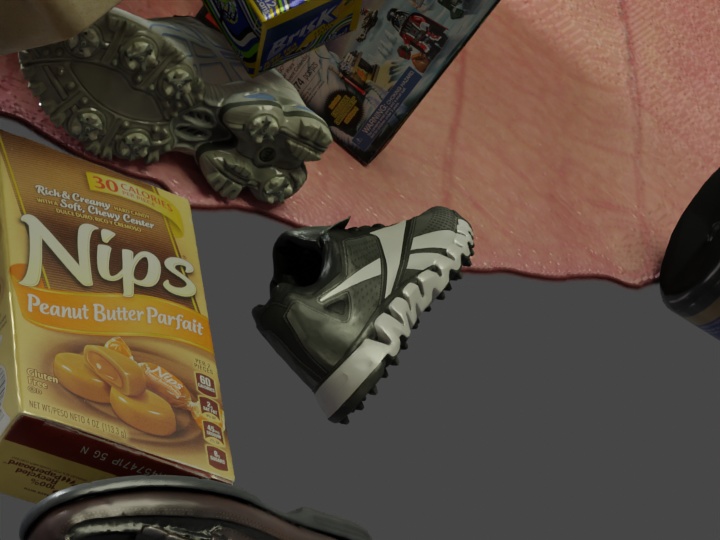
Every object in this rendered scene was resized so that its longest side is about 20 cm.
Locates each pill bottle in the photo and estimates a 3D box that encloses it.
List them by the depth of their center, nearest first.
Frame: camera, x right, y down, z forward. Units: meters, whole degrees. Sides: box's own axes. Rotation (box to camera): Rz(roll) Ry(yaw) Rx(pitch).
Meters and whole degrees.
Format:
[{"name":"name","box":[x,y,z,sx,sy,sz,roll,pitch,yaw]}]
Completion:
[{"name":"pill bottle","box":[0.293,0.022,1.837,0.199,0.112,0.112,30,32,-15]}]

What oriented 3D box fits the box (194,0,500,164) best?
[{"name":"box","box":[0.011,-0.177,1.705,0.137,0.200,0.040,40,32,2]}]

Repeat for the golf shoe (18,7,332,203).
[{"name":"golf shoe","box":[-0.111,-0.106,1.620,0.199,0.078,0.097,26,26,-38]}]

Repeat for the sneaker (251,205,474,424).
[{"name":"sneaker","box":[0.000,0.000,1.597,0.090,0.067,0.200,41,33,-2]}]

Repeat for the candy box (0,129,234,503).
[{"name":"candy box","box":[-0.132,0.030,1.430,0.115,0.055,0.201,21,36,-28]}]

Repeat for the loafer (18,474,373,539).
[{"name":"loafer","box":[-0.063,0.140,1.354,0.199,0.072,0.063,13,44,-41]}]

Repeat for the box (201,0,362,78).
[{"name":"box","box":[-0.078,-0.209,1.613,0.070,0.064,0.201,-26,70,-19]}]

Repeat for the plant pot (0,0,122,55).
[{"name":"plant pot","box":[-0.170,-0.216,1.462,0.200,0.200,0.178,-42,109,-27]}]
